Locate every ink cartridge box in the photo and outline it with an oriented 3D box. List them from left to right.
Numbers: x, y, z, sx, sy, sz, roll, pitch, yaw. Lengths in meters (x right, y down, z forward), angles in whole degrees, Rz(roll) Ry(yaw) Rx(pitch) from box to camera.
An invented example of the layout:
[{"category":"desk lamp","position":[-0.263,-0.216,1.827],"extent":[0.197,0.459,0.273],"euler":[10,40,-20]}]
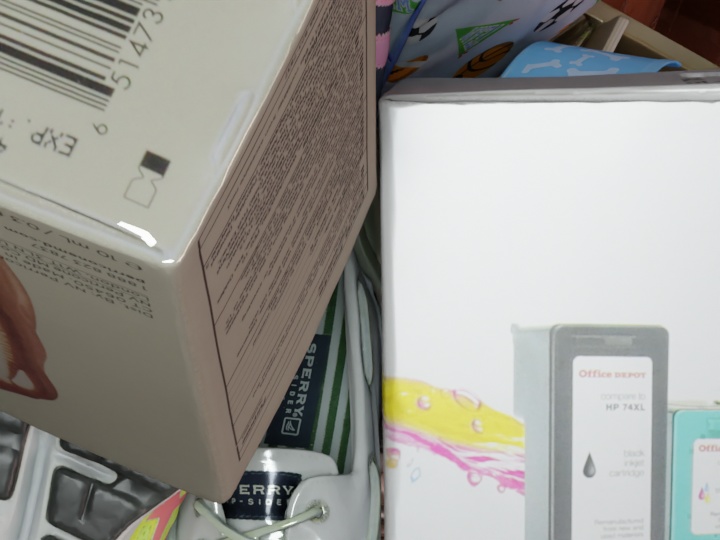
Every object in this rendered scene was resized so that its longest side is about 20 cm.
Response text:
[{"category":"ink cartridge box","position":[0.080,0.043,0.823],"extent":[0.147,0.145,0.201],"euler":[-61,150,-84]}]

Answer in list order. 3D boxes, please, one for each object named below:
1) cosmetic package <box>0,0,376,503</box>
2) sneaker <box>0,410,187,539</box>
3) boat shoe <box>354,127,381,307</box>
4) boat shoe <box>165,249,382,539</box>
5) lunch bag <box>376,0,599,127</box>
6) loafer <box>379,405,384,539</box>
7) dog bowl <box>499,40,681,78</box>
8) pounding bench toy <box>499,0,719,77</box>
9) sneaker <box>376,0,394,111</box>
[{"category":"cosmetic package","position":[-0.053,-0.027,0.651],"extent":[0.200,0.087,0.104],"euler":[89,24,-71]},{"category":"sneaker","position":[-0.083,0.054,0.797],"extent":[0.201,0.078,0.090],"euler":[-61,-179,4]},{"category":"boat shoe","position":[0.000,0.000,0.978],"extent":[0.201,0.060,0.072],"euler":[43,46,-71]},{"category":"boat shoe","position":[-0.030,0.072,0.821],"extent":[0.067,0.073,0.201],"euler":[82,8,-56]},{"category":"lunch bag","position":[0.042,-0.118,0.897],"extent":[0.160,0.076,0.200],"euler":[-33,171,-16]},{"category":"loafer","position":[0.014,0.075,0.974],"extent":[0.200,0.072,0.063],"euler":[-1,110,-53]},{"category":"dog bowl","position":[0.078,-0.025,0.994],"extent":[0.112,0.049,0.200],"euler":[-70,163,5]},{"category":"pounding bench toy","position":[0.057,-0.010,1.144],"extent":[0.201,0.156,0.124],"euler":[-63,-174,-19]},{"category":"sneaker","position":[-0.015,-0.095,0.791],"extent":[0.200,0.070,0.082],"euler":[109,-1,-52]}]
